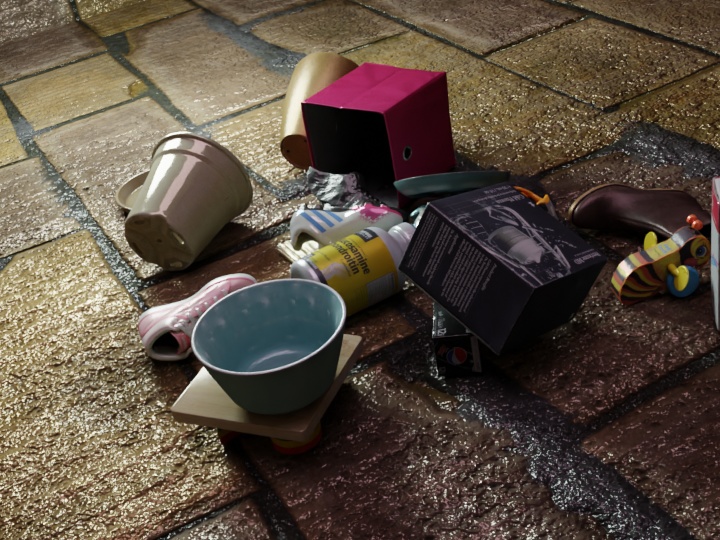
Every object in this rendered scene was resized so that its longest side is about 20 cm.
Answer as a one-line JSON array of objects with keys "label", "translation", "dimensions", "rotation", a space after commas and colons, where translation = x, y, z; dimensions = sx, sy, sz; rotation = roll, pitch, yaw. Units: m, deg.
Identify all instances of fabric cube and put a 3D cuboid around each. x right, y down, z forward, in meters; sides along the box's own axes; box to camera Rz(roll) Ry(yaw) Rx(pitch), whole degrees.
[{"label": "fabric cube", "translation": [0.039, -0.250, 1.875], "dimensions": [0.199, 0.197, 0.199], "rotation": [14, 37, 36]}]

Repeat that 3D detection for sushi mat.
[{"label": "sushi mat", "translation": [-0.058, -0.019, 1.708], "dimensions": [0.095, 0.012, 0.200], "rotation": [-25, 34, -23]}]

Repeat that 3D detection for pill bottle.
[{"label": "pill bottle", "translation": [0.000, 0.000, 1.565], "dimensions": [0.199, 0.113, 0.112], "rotation": [-25, 34, -22]}]

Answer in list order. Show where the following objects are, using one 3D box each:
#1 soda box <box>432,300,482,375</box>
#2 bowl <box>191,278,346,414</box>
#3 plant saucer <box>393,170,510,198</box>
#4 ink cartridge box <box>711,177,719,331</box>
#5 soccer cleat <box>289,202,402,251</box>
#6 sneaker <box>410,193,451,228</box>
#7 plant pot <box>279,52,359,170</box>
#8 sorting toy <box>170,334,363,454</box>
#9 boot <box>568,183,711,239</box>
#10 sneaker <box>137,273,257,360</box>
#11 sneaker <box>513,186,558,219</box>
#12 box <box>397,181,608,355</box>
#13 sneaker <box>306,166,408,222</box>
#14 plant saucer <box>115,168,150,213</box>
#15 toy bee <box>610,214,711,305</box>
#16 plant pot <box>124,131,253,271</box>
[{"label": "soda box", "translation": [0.139, 0.064, 1.459], "dimensions": [0.063, 0.071, 0.200], "rotation": [-6, 32, 9]}, {"label": "bowl", "translation": [-0.108, 0.109, 1.299], "dimensions": [0.199, 0.106, 0.201], "rotation": [-7, 32, 5]}, {"label": "plant saucer", "translation": [0.156, -0.144, 1.728], "dimensions": [0.199, 0.028, 0.200], "rotation": [-4, -1, 0]}, {"label": "ink cartridge box", "translation": [0.546, -0.024, 1.353], "dimensions": [0.147, 0.201, 0.086], "rotation": [-3, 31, 12]}, {"label": "soccer cleat", "translation": [-0.026, -0.063, 1.697], "dimensions": [0.199, 0.070, 0.087], "rotation": [1, 67, 22]}, {"label": "sneaker", "translation": [0.127, -0.056, 1.667], "dimensions": [0.086, 0.078, 0.200], "rotation": [-16, 22, 3]}, {"label": "plant pot", "translation": [-0.085, -0.302, 2.035], "dimensions": [0.185, 0.187, 0.201], "rotation": [5, 47, 23]}, {"label": "sorting toy", "translation": [-0.118, 0.165, 1.379], "dimensions": [0.199, 0.070, 0.199], "rotation": [5, 35, 23]}, {"label": "boot", "translation": [0.445, -0.085, 1.590], "dimensions": [0.199, 0.073, 0.166], "rotation": [-10, 23, -11]}, {"label": "sneaker", "translation": [-0.242, 0.079, 1.548], "dimensions": [0.199, 0.076, 0.105], "rotation": [-22, 28, -3]}, {"label": "sneaker", "translation": [0.250, -0.105, 1.692], "dimensions": [0.199, 0.078, 0.078], "rotation": [17, 43, 40]}, {"label": "box", "translation": [0.197, -0.009, 1.408], "dimensions": [0.196, 0.124, 0.199], "rotation": [42, 36, 25]}, {"label": "sneaker", "translation": [-0.005, -0.130, 1.785], "dimensions": [0.199, 0.060, 0.105], "rotation": [1, 70, 24]}, {"label": "plant saucer", "translation": [-0.387, -0.158, 2.016], "dimensions": [0.199, 0.030, 0.200], "rotation": [-8, 32, 5]}, {"label": "toy bee", "translation": [0.458, -0.026, 1.473], "dimensions": [0.199, 0.109, 0.131], "rotation": [-25, 32, -22]}, {"label": "plant pot", "translation": [-0.316, -0.108, 1.784], "dimensions": [0.199, 0.201, 0.184], "rotation": [4, 45, 23]}]
